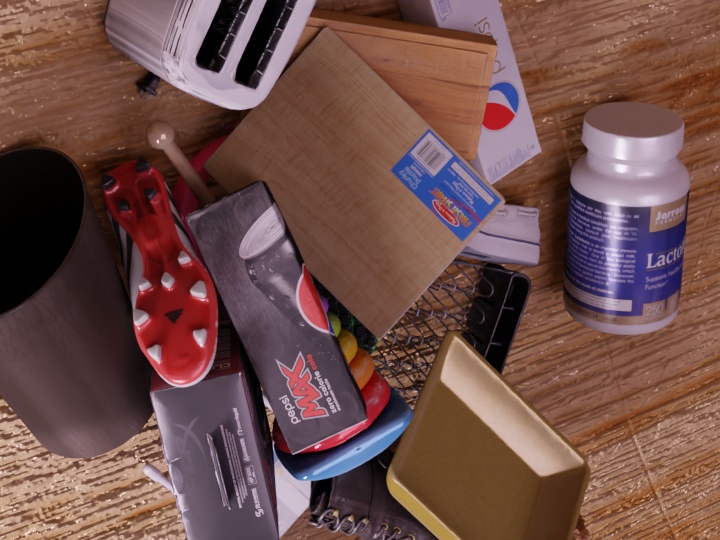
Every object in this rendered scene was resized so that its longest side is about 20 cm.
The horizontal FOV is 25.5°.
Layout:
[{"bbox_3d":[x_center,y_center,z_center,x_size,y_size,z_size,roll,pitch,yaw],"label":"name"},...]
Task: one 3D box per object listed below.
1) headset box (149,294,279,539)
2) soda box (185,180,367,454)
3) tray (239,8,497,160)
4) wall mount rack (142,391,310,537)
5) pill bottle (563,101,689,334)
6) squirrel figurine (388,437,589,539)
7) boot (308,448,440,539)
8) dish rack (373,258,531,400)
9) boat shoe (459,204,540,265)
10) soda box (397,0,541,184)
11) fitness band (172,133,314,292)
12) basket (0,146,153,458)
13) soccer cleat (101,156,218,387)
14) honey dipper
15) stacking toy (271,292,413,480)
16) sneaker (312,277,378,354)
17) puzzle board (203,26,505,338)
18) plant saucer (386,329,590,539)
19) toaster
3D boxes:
[{"bbox_3d":[-0.115,0.125,1.274,0.074,0.200,0.150,-12,109,-1],"label":"headset box"},{"bbox_3d":[-0.063,0.034,1.231,0.070,0.063,0.202,-24,94,1],"label":"soda box"},{"bbox_3d":[0.005,-0.154,1.299,0.197,0.037,0.100,7,111,-7],"label":"tray"},{"bbox_3d":[-0.094,0.186,1.436,0.174,0.075,0.200,43,85,-9],"label":"wall mount rack"},{"bbox_3d":[0.254,-0.051,1.517,0.115,0.116,0.202,-16,120,-26],"label":"pill bottle"},{"bbox_3d":[0.135,0.246,1.539,0.198,0.186,0.143,-15,120,-27],"label":"squirrel figurine"},{"bbox_3d":[0.024,0.232,1.393,0.173,0.202,0.069,22,141,-35],"label":"boot"},{"bbox_3d":[0.051,0.057,1.476,0.198,0.054,0.155,7,108,-35],"label":"dish rack"},{"bbox_3d":[0.093,-0.050,1.444,0.199,0.073,0.066,14,81,-50],"label":"boat shoe"},{"bbox_3d":[0.092,-0.177,1.378,0.063,0.068,0.201,-32,127,-16],"label":"soda box"},{"bbox_3d":[-0.067,-0.052,1.355,0.198,0.037,0.145,-11,118,-28],"label":"fitness band"},{"bbox_3d":[-0.237,0.040,1.220,0.134,0.182,0.201,-11,134,10],"label":"basket"},{"bbox_3d":[-0.150,0.005,1.227,0.068,0.202,0.085,-23,153,-1],"label":"soccer cleat"},{"bbox_3d":[-0.118,-0.046,1.280,0.038,0.038,0.201,-42,130,-8],"label":"honey dipper"},{"bbox_3d":[-0.050,0.059,1.303,0.115,0.110,0.202,-28,108,-8],"label":"stacking toy"},{"bbox_3d":[0.000,0.000,1.358,0.085,0.077,0.201,-59,172,-54],"label":"sneaker"},{"bbox_3d":[-0.005,-0.069,1.264,0.200,0.017,0.151,44,96,3],"label":"puzzle board"},{"bbox_3d":[0.108,0.186,1.422,0.200,0.201,0.048,43,129,-13],"label":"plant saucer"},{"bbox_3d":[-0.110,-0.207,1.190,0.113,0.129,0.202,20,101,-37],"label":"toaster"}]
